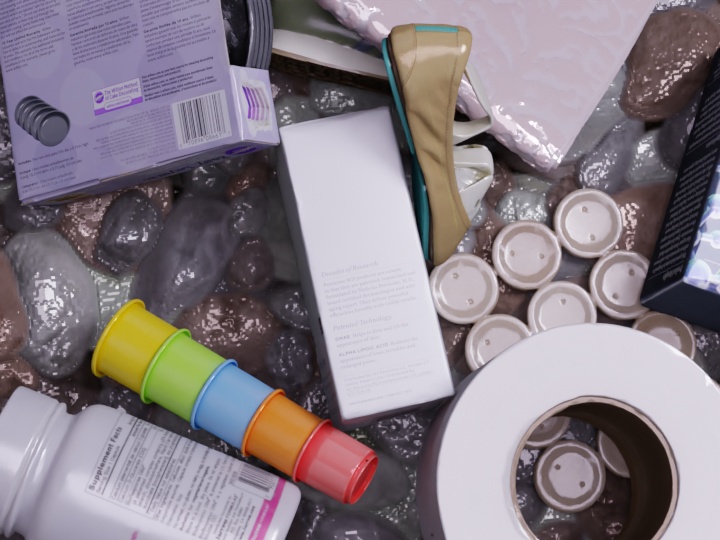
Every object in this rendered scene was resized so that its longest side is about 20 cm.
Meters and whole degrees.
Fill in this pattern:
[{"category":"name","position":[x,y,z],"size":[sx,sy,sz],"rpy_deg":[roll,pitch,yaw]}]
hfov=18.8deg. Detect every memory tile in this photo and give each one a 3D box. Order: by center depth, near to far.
[{"category":"memory tile","position":[0.152,0.054,1.514],"size":[0.153,0.017,0.200],"rpy_deg":[-29,85,-7]}]

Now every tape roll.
[{"category":"tape roll","position":[0.141,0.141,1.422],"size":[0.202,0.139,0.203],"rpy_deg":[0,83,-3]}]

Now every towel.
[{"category":"towel","position":[0.089,-0.184,1.492],"size":[0.200,0.032,0.191],"rpy_deg":[36,53,-2]}]

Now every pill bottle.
[{"category":"pill bottle","position":[-0.150,0.157,1.428],"size":[0.200,0.113,0.114],"rpy_deg":[23,81,0]}]

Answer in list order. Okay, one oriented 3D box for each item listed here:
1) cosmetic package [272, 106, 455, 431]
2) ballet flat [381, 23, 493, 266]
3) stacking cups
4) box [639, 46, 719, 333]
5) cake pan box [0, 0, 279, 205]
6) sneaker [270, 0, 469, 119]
[{"category":"cosmetic package","position":[0.000,0.000,1.462],"size":[0.081,0.113,0.200],"rpy_deg":[-13,82,-6]},{"category":"ballet flat","position":[0.058,-0.078,1.423],"size":[0.063,0.200,0.069],"rpy_deg":[-10,47,2]},{"category":"stacking cups","position":[-0.080,0.090,1.448],"size":[0.200,0.061,0.061],"rpy_deg":[28,81,13]},{"category":"box","position":[0.298,-0.051,1.485],"size":[0.148,0.107,0.200],"rpy_deg":[19,79,-5]},{"category":"cake pan box","position":[-0.153,-0.152,1.451],"size":[0.200,0.052,0.184],"rpy_deg":[-15,83,30]},{"category":"sneaker","position":[0.034,-0.166,1.508],"size":[0.200,0.067,0.090],"rpy_deg":[15,82,-3]}]
